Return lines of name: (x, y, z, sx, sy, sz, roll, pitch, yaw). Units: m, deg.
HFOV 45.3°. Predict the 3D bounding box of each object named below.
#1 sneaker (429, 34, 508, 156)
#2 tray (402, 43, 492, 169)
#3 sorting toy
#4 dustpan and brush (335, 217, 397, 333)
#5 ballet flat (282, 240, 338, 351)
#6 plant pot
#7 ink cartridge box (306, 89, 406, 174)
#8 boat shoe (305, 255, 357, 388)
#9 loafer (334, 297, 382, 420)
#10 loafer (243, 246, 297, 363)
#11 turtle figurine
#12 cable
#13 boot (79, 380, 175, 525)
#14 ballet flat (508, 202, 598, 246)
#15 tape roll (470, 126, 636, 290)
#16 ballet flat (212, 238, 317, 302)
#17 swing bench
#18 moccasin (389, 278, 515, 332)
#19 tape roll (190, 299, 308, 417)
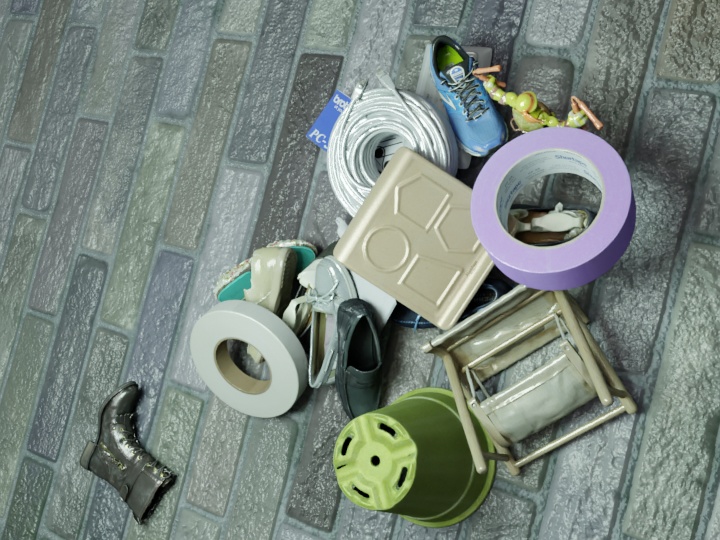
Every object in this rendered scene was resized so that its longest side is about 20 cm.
sneaker: (0.145, -0.251, 1.231, 0.078, 0.089, 0.201, -28, 68, 7)
tray: (0.129, -0.253, 1.297, 0.107, 0.022, 0.201, 8, 76, 19)
sorting toy: (0.089, -0.044, 1.198, 0.200, 0.036, 0.186, 33, 97, 4)
dustpan and brush: (0.000, 0.000, 1.309, 0.200, 0.057, 0.140, 54, 145, 22)
ballet flat: (-0.076, 0.043, 1.359, 0.068, 0.068, 0.201, 26, 94, 31)
plant pot: (0.058, 0.257, 1.179, 0.199, 0.190, 0.201, -6, 79, 29)
ink cartridge box: (0.013, -0.195, 1.366, 0.200, 0.044, 0.094, 40, 100, 28)
boat shoe: (-0.049, 0.079, 1.301, 0.074, 0.065, 0.203, 24, 119, 48)
loafer: (-0.001, 0.141, 1.263, 0.070, 0.068, 0.201, -134, 38, -65)
loafer: (-0.151, 0.050, 1.376, 0.068, 0.076, 0.201, 19, 107, 19)
turtle figurine: (0.247, -0.205, 1.171, 0.200, 0.161, 0.065, 28, 95, 29)
cable: (0.043, -0.164, 1.262, 0.200, 0.069, 0.200, 44, 115, 14)
boot: (-0.385, 0.313, 1.493, 0.174, 0.069, 0.201, 29, 100, 24)
ballet flat: (0.238, -0.063, 1.206, 0.199, 0.073, 0.073, 1, 82, 29)
tape roll: (0.244, -0.079, 1.095, 0.199, 0.066, 0.201, -9, 66, 21)
ballet flat: (-0.160, -0.010, 1.420, 0.199, 0.076, 0.064, -26, 36, 17)
swing bench: (0.221, 0.139, 1.149, 0.199, 0.130, 0.201, -34, 62, 20)
moccasin: (0.123, 0.038, 1.249, 0.199, 0.068, 0.081, -15, 76, 29)
tape roll: (-0.176, 0.140, 1.352, 0.202, 0.037, 0.204, 14, 125, 21)
